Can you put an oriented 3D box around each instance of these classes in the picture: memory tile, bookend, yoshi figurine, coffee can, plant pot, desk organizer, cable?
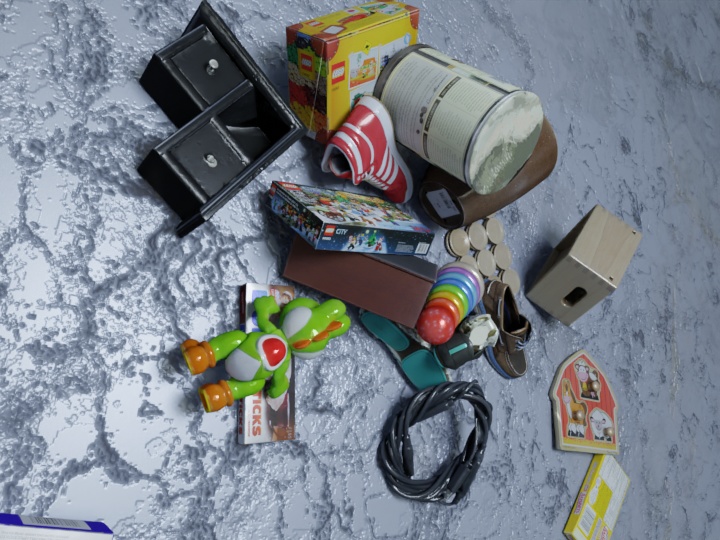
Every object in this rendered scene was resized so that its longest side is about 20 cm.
[{"bbox_3d":[0.216,-0.037,1.019,0.153,0.017,0.201,-19,92,-37],"label":"memory tile"},{"bbox_3d":[-0.204,-0.185,0.691,0.200,0.092,0.199,51,56,-16],"label":"bookend"},{"bbox_3d":[-0.111,0.090,0.689,0.199,0.113,0.112,-23,52,-21],"label":"yoshi figurine"},{"bbox_3d":[0.134,-0.218,0.802,0.146,0.200,0.147,-28,140,-27],"label":"coffee can"},{"bbox_3d":[0.191,-0.164,0.928,0.200,0.187,0.187,-43,106,-26],"label":"plant pot"},{"bbox_3d":[0.000,0.000,0.777,0.199,0.077,0.072,22,21,3],"label":"desk organizer"},{"bbox_3d":[0.119,0.248,0.845,0.163,0.051,0.201,28,87,-16],"label":"cable"}]

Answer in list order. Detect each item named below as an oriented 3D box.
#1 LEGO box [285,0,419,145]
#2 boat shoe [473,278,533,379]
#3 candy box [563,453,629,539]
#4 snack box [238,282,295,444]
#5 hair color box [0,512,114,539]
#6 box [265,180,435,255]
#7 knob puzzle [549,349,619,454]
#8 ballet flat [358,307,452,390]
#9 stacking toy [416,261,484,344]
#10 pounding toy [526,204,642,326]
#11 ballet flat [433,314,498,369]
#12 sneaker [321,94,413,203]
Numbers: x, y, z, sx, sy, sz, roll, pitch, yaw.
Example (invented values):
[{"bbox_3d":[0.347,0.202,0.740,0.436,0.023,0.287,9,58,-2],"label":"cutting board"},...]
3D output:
[{"bbox_3d":[-0.008,-0.293,0.820,0.200,0.077,0.150,-35,142,-36],"label":"LEGO box"},{"bbox_3d":[0.254,0.108,0.970,0.072,0.072,0.201,-42,114,-33],"label":"boat shoe"},{"bbox_3d":[0.462,0.455,1.090,0.102,0.026,0.200,53,55,-16],"label":"candy box"},{"bbox_3d":[-0.121,0.119,0.731,0.072,0.024,0.201,6,77,-34],"label":"snack box"},{"bbox_3d":[-0.317,0.339,0.517,0.109,0.065,0.201,22,70,-32],"label":"hair color box"},{"bbox_3d":[-0.012,-0.071,0.776,0.199,0.137,0.038,2,118,-41],"label":"box"},{"bbox_3d":[0.452,0.255,1.110,0.219,0.030,0.221,11,69,-29],"label":"knob puzzle"},{"bbox_3d":[0.078,0.106,0.857,0.200,0.072,0.072,50,56,-18],"label":"ballet flat"},{"bbox_3d":[0.131,0.056,0.847,0.086,0.085,0.200,62,27,-9],"label":"stacking toy"},{"bbox_3d":[0.436,0.006,1.079,0.142,0.200,0.184,37,57,8],"label":"pounding toy"},{"bbox_3d":[0.177,0.107,0.877,0.068,0.068,0.200,60,26,4],"label":"ballet flat"},{"bbox_3d":[0.011,-0.146,0.834,0.113,0.071,0.200,-51,142,-18],"label":"sneaker"}]
